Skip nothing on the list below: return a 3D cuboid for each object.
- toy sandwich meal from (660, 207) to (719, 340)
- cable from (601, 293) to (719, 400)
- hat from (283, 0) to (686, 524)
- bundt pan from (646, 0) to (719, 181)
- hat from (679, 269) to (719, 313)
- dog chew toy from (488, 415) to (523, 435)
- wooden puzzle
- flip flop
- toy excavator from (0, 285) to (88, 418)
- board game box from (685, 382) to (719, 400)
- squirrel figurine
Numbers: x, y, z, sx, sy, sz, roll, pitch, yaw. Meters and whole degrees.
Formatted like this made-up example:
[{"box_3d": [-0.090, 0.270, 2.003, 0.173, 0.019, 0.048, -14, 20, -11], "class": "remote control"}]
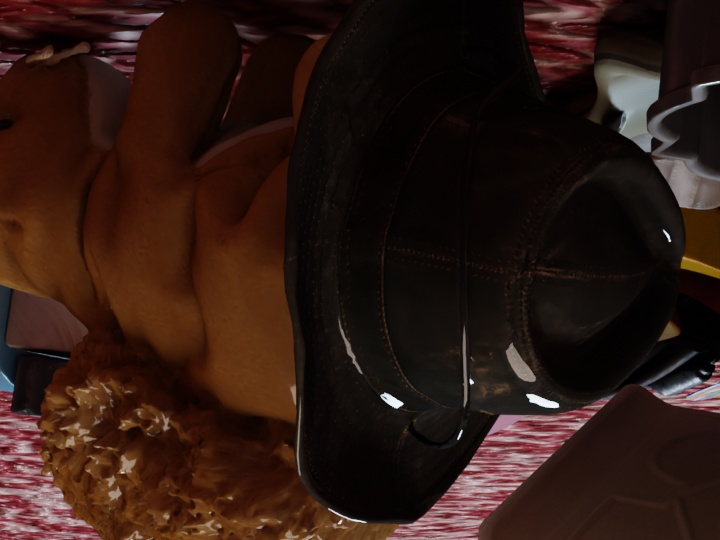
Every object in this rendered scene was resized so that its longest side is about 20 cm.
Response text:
[{"box_3d": [0.111, 0.000, 1.201, 0.204, 0.070, 0.205, -2, 169, 0], "class": "toy sandwich meal"}, {"box_3d": [0.138, 0.039, 1.422, 0.163, 0.051, 0.200, -12, 168, 38], "class": "cable"}, {"box_3d": [0.051, -0.007, 0.856, 0.081, 0.201, 0.201, 7, 173, 25], "class": "hat"}, {"box_3d": [0.180, -0.079, 0.808, 0.201, 0.076, 0.202, -1, 168, 0], "class": "bundt pan"}, {"box_3d": [0.248, -0.015, 1.290, 0.200, 0.176, 0.166, -23, 155, -28], "class": "hat"}, {"box_3d": [0.000, 0.000, 1.081, 0.124, 0.125, 0.200, 6, 179, -32], "class": "dog chew toy"}, {"box_3d": [0.180, 0.125, 1.312, 0.200, 0.046, 0.185, 13, -152, 27], "class": "wooden puzzle"}, {"box_3d": [0.110, -0.046, 1.007, 0.081, 0.058, 0.200, 1, 168, -12], "class": "flip flop"}, {"box_3d": [-0.117, 0.018, 1.248, 0.194, 0.100, 0.200, 12, 175, -44], "class": "toy excavator"}, {"box_3d": [0.269, 0.052, 1.440, 0.158, 0.039, 0.200, -9, 169, -40], "class": "board game box"}, {"box_3d": [-0.063, 0.011, 0.937, 0.186, 0.201, 0.141, 7, -177, 25], "class": "squirrel figurine"}]
